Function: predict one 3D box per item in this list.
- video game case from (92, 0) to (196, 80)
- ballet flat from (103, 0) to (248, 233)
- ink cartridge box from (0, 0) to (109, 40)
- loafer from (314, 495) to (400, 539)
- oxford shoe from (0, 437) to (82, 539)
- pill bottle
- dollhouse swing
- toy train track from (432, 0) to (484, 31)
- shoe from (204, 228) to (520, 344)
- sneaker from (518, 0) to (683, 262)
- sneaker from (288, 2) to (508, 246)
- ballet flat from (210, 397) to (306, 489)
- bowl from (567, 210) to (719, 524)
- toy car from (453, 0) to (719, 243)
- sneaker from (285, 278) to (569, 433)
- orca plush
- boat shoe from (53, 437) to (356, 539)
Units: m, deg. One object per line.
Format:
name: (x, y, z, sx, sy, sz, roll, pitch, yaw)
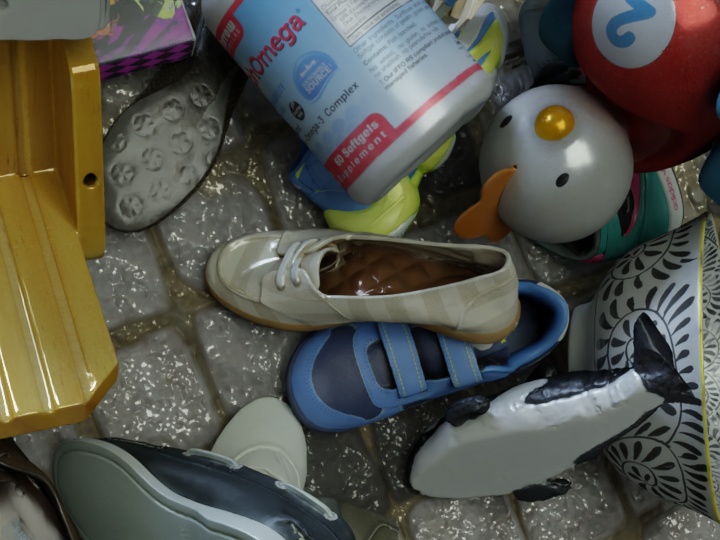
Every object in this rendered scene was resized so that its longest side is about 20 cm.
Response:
video game case: (-0.218, -0.189, 0.769, 0.198, 0.036, 0.184, -17, 84, -16)
ballet flat: (-0.108, -0.110, 0.821, 0.067, 0.046, 0.202, 28, 73, -10)
ink cartridge box: (-0.208, -0.215, 0.672, 0.143, 0.084, 0.202, -4, 51, -15)
loafer: (0.003, 0.235, 0.771, 0.069, 0.075, 0.203, 2, 78, -19)
oxford shoe: (-0.213, 0.099, 0.701, 0.200, 0.084, 0.073, 47, 66, -6)
pill bottle: (-0.023, -0.146, 0.770, 0.109, 0.109, 0.200, -41, 89, -26)
dollhouse swing: (-0.222, -0.034, 0.661, 0.197, 0.176, 0.184, -9, 126, -22)
toy train track: (0.081, -0.181, 0.772, 0.032, 0.200, 0.116, 21, 82, -9)
shoe: (0.000, 0.000, 0.793, 0.197, 0.054, 0.071, 6, 57, 8)
sneaker: (0.137, -0.091, 0.905, 0.120, 0.083, 0.202, -28, 92, -36)
sneaker: (0.021, -0.115, 0.858, 0.104, 0.076, 0.202, 33, 68, -13)
ballet flat: (-0.076, 0.165, 0.757, 0.069, 0.069, 0.202, 33, 67, -14)
bowl: (0.191, 0.064, 0.866, 0.093, 0.201, 0.204, -2, 75, 20)
toy car: (0.135, -0.088, 0.779, 0.199, 0.177, 0.185, -40, 67, -8)
sneaker: (0.046, 0.047, 0.829, 0.198, 0.082, 0.075, -18, 88, -25)
orca plush: (0.110, 0.076, 0.805, 0.104, 0.200, 0.072, 28, 44, -18)
boat shoe: (-0.089, 0.134, 0.708, 0.060, 0.198, 0.077, -21, 122, -46)
